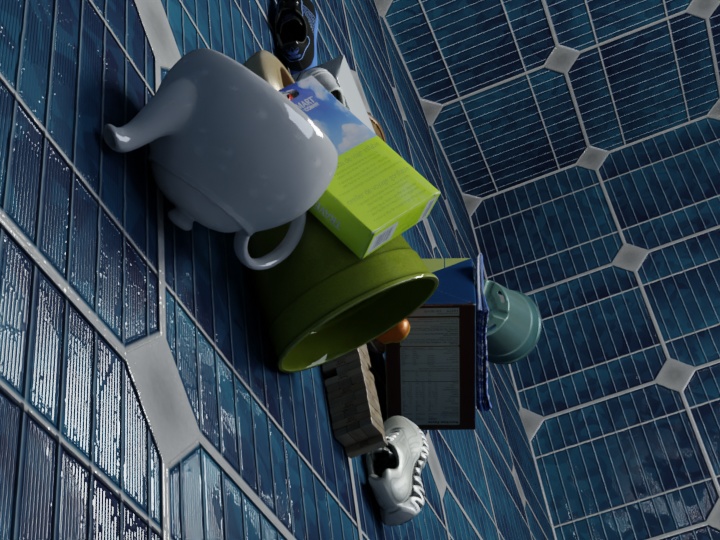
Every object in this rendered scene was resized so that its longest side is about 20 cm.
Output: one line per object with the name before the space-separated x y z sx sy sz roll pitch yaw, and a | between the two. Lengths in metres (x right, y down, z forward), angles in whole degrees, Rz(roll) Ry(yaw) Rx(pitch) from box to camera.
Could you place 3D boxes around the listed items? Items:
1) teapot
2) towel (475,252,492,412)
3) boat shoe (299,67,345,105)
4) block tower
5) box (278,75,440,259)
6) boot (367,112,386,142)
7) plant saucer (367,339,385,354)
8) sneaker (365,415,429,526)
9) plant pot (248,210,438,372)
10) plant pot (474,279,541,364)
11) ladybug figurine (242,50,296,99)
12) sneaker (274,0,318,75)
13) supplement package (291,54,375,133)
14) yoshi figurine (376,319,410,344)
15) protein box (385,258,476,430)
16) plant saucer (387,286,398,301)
teapot | -0.126 -0.099 1.105 0.199 0.147 0.197 36 -6 -5
towel | 0.186 0.096 1.779 0.145 0.024 0.202 -85 173 -55
boat shoe | -0.050 -0.185 1.657 0.069 0.071 0.202 47 -40 42
block tower | -0.016 0.131 1.487 0.058 0.054 0.202 53 20 -56
box | -0.027 -0.113 1.241 0.200 0.048 0.122 43 46 16
boot | -0.012 -0.270 2.228 0.200 0.073 0.076 53 39 -47
plant saucer | -0.011 0.033 1.738 0.200 0.034 0.202 -20 90 -80
sneaker | 0.044 0.246 1.559 0.081 0.075 0.200 56 15 -22
plant pot | -0.045 -0.022 1.301 0.194 0.199 0.200 61 8 14
plant pot | 0.342 0.120 3.002 0.196 0.199 0.202 35 36 -59
ladybug figurine | -0.112 -0.203 1.537 0.200 0.071 0.137 54 19 -56
sneaker | -0.108 -0.412 1.933 0.078 0.069 0.202 67 10 -54
supplement package | -0.042 -0.204 1.795 0.156 0.110 0.202 -82 152 -68
yoshi figurine | 0.009 -0.002 1.572 0.200 0.112 0.112 47 -2 -22
protein box | 0.107 0.108 1.777 0.199 0.133 0.202 -80 169 -69
plant saucer | -0.021 -0.044 1.410 0.035 0.199 0.202 -31 103 -46
